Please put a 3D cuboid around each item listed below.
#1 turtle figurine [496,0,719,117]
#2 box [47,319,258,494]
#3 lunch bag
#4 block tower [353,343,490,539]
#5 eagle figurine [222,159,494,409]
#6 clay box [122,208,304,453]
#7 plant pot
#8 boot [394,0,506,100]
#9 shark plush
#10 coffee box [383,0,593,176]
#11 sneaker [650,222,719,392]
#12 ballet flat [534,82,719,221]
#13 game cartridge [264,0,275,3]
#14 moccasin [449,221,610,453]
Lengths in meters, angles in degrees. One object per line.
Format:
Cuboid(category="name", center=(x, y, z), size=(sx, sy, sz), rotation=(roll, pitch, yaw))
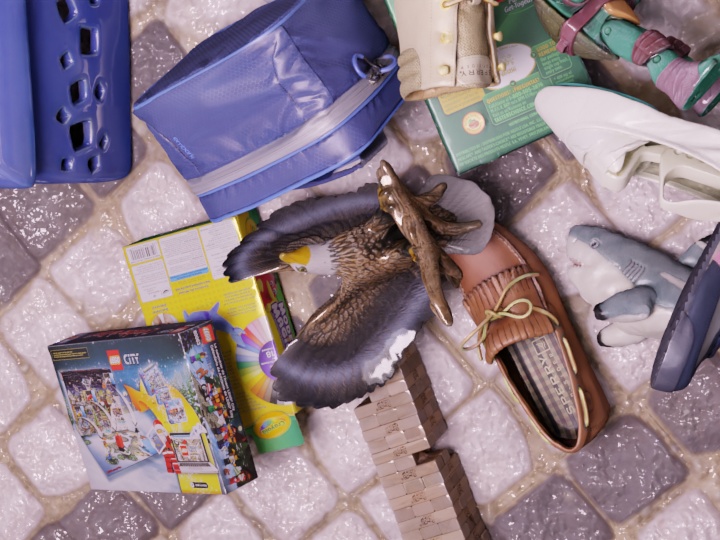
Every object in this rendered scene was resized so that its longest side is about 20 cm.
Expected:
Cuboid(category="turtle figurine", center=(0.176, -0.192, 0.988), size=(0.200, 0.149, 0.101), rotation=(46, 126, 16))
Cuboid(category="box", center=(-0.179, 0.117, 1.190), size=(0.199, 0.038, 0.137), rotation=(-7, 101, 46))
Cuboid(category="lunch bag", center=(-0.054, -0.127, 1.064), size=(0.199, 0.136, 0.133), rotation=(-20, 113, 40))
Cuboid(category="block tower", center=(0.046, 0.155, 1.156), size=(0.058, 0.054, 0.201), rotation=(-21, 94, 23))
Cuboid(category="eagle figurine", center=(-0.007, -0.002, 1.071), size=(0.150, 0.152, 0.200), rotation=(29, 144, -15))
Cuboid(category="clay box", center=(-0.116, 0.058, 1.194), size=(0.114, 0.048, 0.201), rotation=(-13, 98, 22))
Cuboid(category="plant pot", center=(-0.314, -0.162, 1.143), size=(0.199, 0.180, 0.201), rotation=(3, 103, 17))
Cuboid(category="boot", center=(0.076, -0.200, 0.932), size=(0.200, 0.072, 0.156), rotation=(-12, 82, 59))
Cuboid(category="shark plush", center=(0.252, 0.007, 1.048), size=(0.199, 0.091, 0.084), rotation=(-1, 71, 24))
Cuboid(category="coffee box", center=(0.089, -0.187, 1.056), size=(0.122, 0.044, 0.201), rotation=(-24, 94, 4))
Cuboid(category="sneaker", center=(0.275, 0.012, 0.990), size=(0.082, 0.070, 0.200), rotation=(30, 71, 10))
Cuboid(category="ballet flat", center=(0.207, -0.077, 0.980), size=(0.199, 0.069, 0.070), rotation=(19, 108, 18))
Cuboid(category="game cartridge", center=(-0.074, -0.296, 1.109), size=(0.200, 0.041, 0.133), rotation=(38, 107, 8))
Cuboid(category="moccasin", center=(0.122, 0.049, 1.092), size=(0.073, 0.078, 0.202), rotation=(-23, 92, 25))
